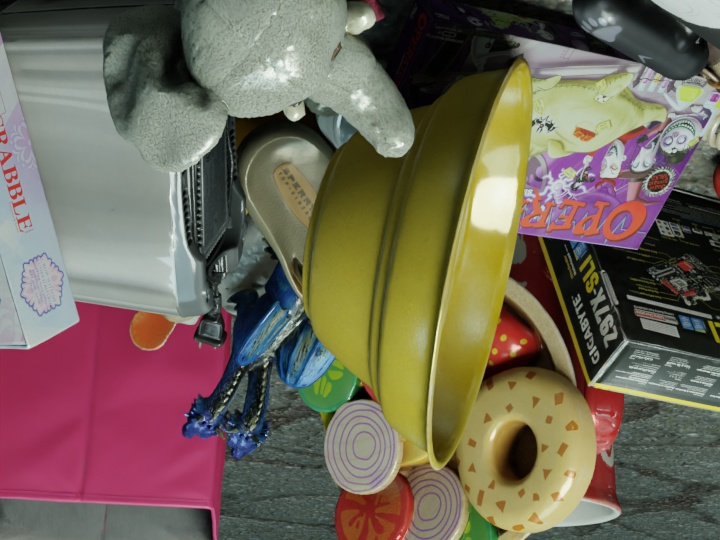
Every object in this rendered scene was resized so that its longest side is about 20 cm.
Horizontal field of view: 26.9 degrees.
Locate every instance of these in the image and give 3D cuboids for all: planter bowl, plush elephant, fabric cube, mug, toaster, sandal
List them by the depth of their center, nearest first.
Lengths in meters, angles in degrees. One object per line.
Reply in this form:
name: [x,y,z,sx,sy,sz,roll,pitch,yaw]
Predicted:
plush elephant: [-0.025,-0.116,0.640,0.199,0.156,0.164,28,130,-36]
planter bowl: [0.023,-0.011,0.739,0.082,0.202,0.201,12,161,12]
toaster: [-0.131,-0.060,0.796,0.127,0.114,0.202,5,115,9]
sandal: [0.000,0.000,0.871,0.201,0.080,0.054,52,175,-17]
mug: [0.129,0.063,1.029,0.176,0.202,0.133,-14,155,40]
fabric cube: [-0.202,0.106,1.181,0.197,0.202,0.197,3,159,-3]

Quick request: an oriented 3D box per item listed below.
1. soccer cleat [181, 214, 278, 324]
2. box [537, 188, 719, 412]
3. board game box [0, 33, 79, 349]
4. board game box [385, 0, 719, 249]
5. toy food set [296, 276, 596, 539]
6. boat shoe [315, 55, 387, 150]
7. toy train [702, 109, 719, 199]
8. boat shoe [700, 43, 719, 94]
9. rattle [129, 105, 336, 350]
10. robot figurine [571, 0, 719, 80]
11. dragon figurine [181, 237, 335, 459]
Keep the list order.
soccer cleat: [-0.064,-0.014,1.008,0.198,0.086,0.068,-13,167,38]
box: [0.218,0.017,0.968,0.198,0.161,0.050,12,133,-24]
board game box: [-0.249,-0.058,0.765,0.198,0.202,0.041,-3,-163,35]
board game box: [0.096,-0.075,0.823,0.198,0.032,0.121,6,130,-28]
toy food set: [0.049,0.094,0.953,0.197,0.202,0.048,-36,155,27]
boat shoe: [0.042,-0.053,0.907,0.074,0.065,0.202,-43,145,-1]
toy train: [0.255,-0.027,0.915,0.198,0.117,0.084,17,154,-33]
boat shoe: [0.208,-0.113,0.763,0.198,0.073,0.072,14,155,-29]
rattle: [-0.091,-0.033,0.971,0.142,0.130,0.201,-36,152,-21]
robot figurine: [0.169,-0.150,0.609,0.199,0.126,0.149,22,169,-41]
dragon figurine: [-0.046,0.034,0.940,0.058,0.100,0.200,25,127,-22]
